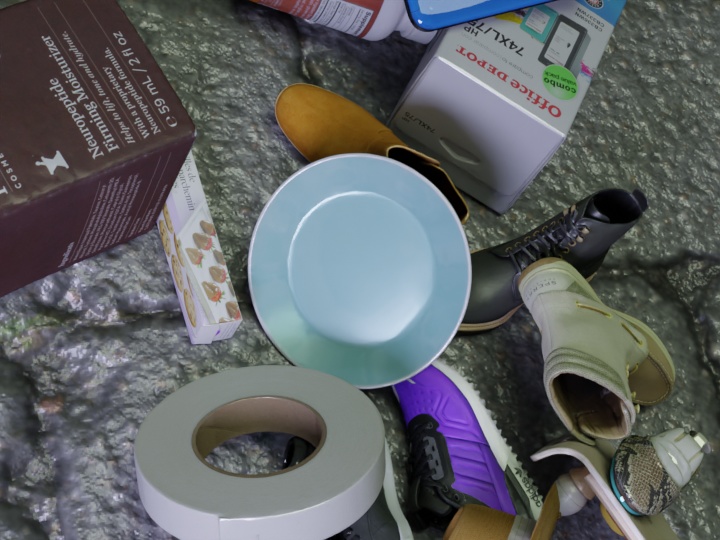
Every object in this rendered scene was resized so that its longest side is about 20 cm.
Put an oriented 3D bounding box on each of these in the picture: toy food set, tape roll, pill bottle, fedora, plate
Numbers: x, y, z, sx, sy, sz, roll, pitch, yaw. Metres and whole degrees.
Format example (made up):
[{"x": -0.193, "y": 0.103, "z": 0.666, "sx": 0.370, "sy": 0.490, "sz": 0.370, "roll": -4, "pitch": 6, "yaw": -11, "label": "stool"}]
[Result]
[{"x": 0.223, "y": 0.228, "z": 1.326, "sx": 0.201, "sy": 0.060, "sz": 0.143, "roll": 55, "pitch": 13, "yaw": 10, "label": "toy food set"}, {"x": -0.078, "y": 0.144, "z": 1.211, "sx": 0.200, "sy": 0.037, "sz": 0.204, "roll": -2, "pitch": 30, "yaw": 1, "label": "tape roll"}, {"x": -0.014, "y": -0.290, "z": 1.498, "sx": 0.198, "sy": 0.112, "sz": 0.113, "roll": 16, "pitch": 58, "yaw": -14, "label": "pill bottle"}, {"x": 0.091, "y": 0.247, "z": 1.212, "sx": 0.081, "sy": 0.202, "sz": 0.202, "roll": 22, "pitch": 55, "yaw": 9, "label": "fedora"}, {"x": 0.000, "y": 0.000, "z": 1.331, "sx": 0.200, "sy": 0.200, "sz": 0.026, "roll": 46, "pitch": 15, "yaw": 5, "label": "plate"}]

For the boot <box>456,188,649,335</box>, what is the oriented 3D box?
[{"x": 0.156, "y": -0.018, "z": 1.411, "sx": 0.198, "sy": 0.139, "sz": 0.078, "roll": -23, "pitch": 74, "yaw": -31, "label": "boot"}]

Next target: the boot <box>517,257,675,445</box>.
[{"x": 0.219, "y": 0.096, "z": 1.366, "sx": 0.200, "sy": 0.072, "sz": 0.156, "roll": 40, "pitch": 26, "yaw": -30, "label": "boot"}]

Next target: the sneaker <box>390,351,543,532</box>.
[{"x": 0.072, "y": 0.165, "z": 1.316, "sx": 0.099, "sy": 0.070, "sz": 0.201, "roll": -29, "pitch": 77, "yaw": -31, "label": "sneaker"}]

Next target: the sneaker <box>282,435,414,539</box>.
[{"x": -0.016, "y": 0.208, "z": 1.238, "sx": 0.098, "sy": 0.071, "sz": 0.201, "roll": 4, "pitch": 40, "yaw": -17, "label": "sneaker"}]

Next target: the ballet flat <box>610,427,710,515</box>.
[{"x": 0.264, "y": 0.164, "z": 1.336, "sx": 0.068, "sy": 0.075, "sz": 0.200, "roll": 60, "pitch": 15, "yaw": 12, "label": "ballet flat"}]

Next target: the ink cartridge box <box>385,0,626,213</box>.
[{"x": 0.138, "y": -0.194, "z": 1.493, "sx": 0.146, "sy": 0.146, "sz": 0.201, "roll": 30, "pitch": 55, "yaw": -5, "label": "ink cartridge box"}]

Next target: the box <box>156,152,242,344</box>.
[{"x": -0.151, "y": -0.035, "z": 1.344, "sx": 0.038, "sy": 0.041, "sz": 0.202, "roll": -8, "pitch": 68, "yaw": -27, "label": "box"}]

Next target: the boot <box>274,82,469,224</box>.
[{"x": 0.012, "y": -0.107, "z": 1.388, "sx": 0.200, "sy": 0.144, "sz": 0.071, "roll": 37, "pitch": 85, "yaw": -5, "label": "boot"}]

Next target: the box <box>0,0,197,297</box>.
[{"x": -0.268, "y": -0.101, "z": 1.251, "sx": 0.199, "sy": 0.164, "sz": 0.167, "roll": -26, "pitch": 76, "yaw": -32, "label": "box"}]

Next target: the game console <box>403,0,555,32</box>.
[{"x": 0.101, "y": -0.314, "z": 1.454, "sx": 0.198, "sy": 0.118, "sz": 0.173, "roll": -16, "pitch": 90, "yaw": -17, "label": "game console"}]
